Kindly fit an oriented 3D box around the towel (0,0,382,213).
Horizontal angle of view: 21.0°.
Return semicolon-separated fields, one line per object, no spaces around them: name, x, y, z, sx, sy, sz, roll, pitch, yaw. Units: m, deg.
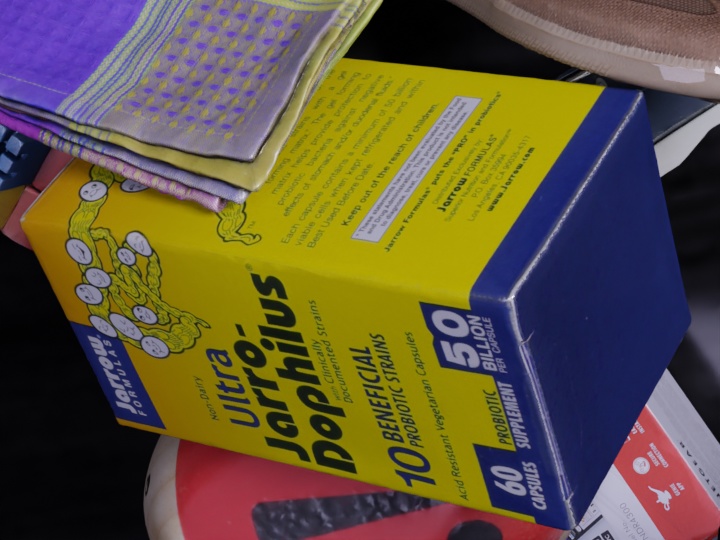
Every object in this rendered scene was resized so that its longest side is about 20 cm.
towel;-0.083;-0.107;0.704;0.200;0.023;0.144;22;68;27

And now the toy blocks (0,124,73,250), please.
toy blocks;-0.141;-0.057;0.818;0.200;0.137;0.100;39;113;12

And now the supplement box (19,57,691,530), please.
supplement box;0.000;0.000;0.694;0.200;0.110;0.109;9;136;32

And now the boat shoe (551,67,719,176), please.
boat shoe;0.142;-0.099;0.729;0.062;0.075;0.200;48;124;-5

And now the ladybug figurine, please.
ladybug figurine;-0.004;0.086;0.771;0.200;0.072;0.136;-17;93;25

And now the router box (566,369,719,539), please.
router box;0.033;0.063;0.818;0.179;0.049;0.200;-37;85;25

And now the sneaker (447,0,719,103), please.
sneaker;0.073;-0.121;0.690;0.200;0.070;0.076;33;114;42

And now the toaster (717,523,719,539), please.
toaster;0.205;0.173;0.624;0.181;0.119;0.200;7;99;23
